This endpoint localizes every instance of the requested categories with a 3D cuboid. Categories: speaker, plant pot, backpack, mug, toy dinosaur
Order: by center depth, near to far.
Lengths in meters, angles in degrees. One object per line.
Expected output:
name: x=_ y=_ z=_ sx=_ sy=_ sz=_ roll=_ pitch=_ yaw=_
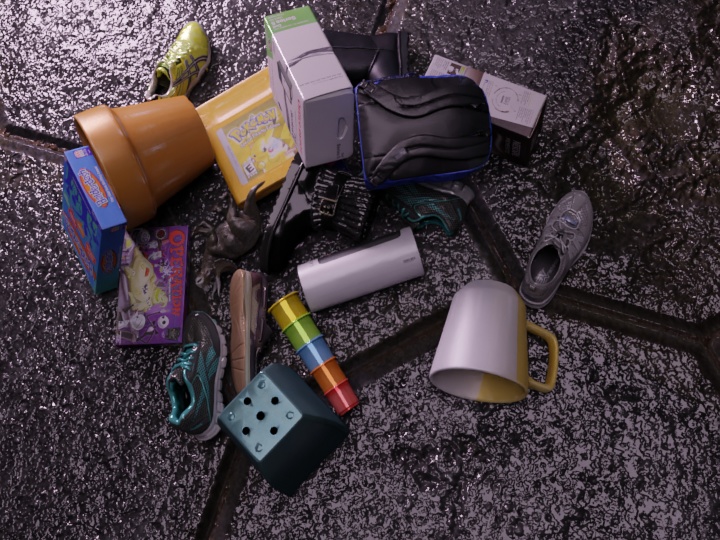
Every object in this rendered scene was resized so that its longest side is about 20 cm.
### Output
plant pot: x=-0.123 y=0.224 z=1.243 sx=0.141 sy=0.200 sz=0.141 roll=-45 pitch=72 yaw=-7
backpack: x=0.095 y=-0.213 z=1.280 sx=0.195 sy=0.168 sz=0.166 roll=-7 pitch=93 yaw=1
mug: x=0.197 y=0.110 z=1.285 sx=0.147 sy=0.186 sz=0.156 roll=-9 pitch=59 yaw=39
speaker: x=0.000 y=0.000 z=1.355 sx=0.196 sy=0.081 sz=0.083 roll=-19 pitch=72 yaw=3
toy dinosaur: x=-0.211 y=-0.062 z=1.396 sx=0.102 sy=0.077 sz=0.200 roll=42 pitch=92 yaw=-9
plant pot: x=-0.351 y=-0.198 z=1.415 sx=0.181 sy=0.201 sz=0.202 roll=-27 pitch=71 yaw=-17

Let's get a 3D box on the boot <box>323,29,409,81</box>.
boot: x=0.002 y=-0.325 z=1.451 sx=0.164 sy=0.077 sz=0.204 roll=-1 pitch=67 yaw=4

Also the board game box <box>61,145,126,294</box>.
board game box: x=-0.437 y=-0.078 z=1.380 sx=0.044 sy=0.201 sz=0.154 roll=-21 pitch=68 yaw=-30

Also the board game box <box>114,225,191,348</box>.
board game box: x=-0.347 y=0.027 z=1.424 sx=0.117 sy=0.032 sz=0.204 roll=-2 pitch=73 yaw=3

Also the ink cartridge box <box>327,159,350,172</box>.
ink cartridge box: x=-0.098 y=-0.191 z=1.450 sx=0.094 sy=0.037 sz=0.200 roll=-41 pitch=75 yaw=-5

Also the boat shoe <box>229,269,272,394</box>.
boat shoe: x=-0.172 y=0.100 z=1.357 sx=0.064 sy=0.072 sz=0.205 roll=3 pitch=77 yaw=-28

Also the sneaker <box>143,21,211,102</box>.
sneaker: x=-0.324 y=-0.359 z=1.508 sx=0.074 sy=0.077 sz=0.204 roll=13 pitch=75 yaw=13

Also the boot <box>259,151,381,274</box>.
boot: x=-0.066 y=-0.070 z=1.364 sx=0.155 sy=0.079 sz=0.215 roll=23 pitch=101 yaw=4

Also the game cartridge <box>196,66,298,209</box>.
game cartridge: x=-0.172 y=-0.232 z=1.439 sx=0.174 sy=0.032 sz=0.202 roll=-29 pitch=74 yaw=2

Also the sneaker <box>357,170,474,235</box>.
sneaker: x=0.083 y=-0.114 z=1.383 sx=0.196 sy=0.078 sz=0.093 roll=14 pitch=81 yaw=14

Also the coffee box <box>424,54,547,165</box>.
coffee box: x=0.198 y=-0.261 z=1.387 sx=0.197 sy=0.113 sz=0.081 roll=24 pitch=78 yaw=14

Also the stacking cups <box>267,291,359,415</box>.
stacking cups: x=-0.072 y=0.133 z=1.326 sx=0.060 sy=0.061 sz=0.202 roll=-31 pitch=79 yaw=-2

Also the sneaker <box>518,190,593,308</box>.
sneaker: x=0.312 y=-0.038 z=1.321 sx=0.074 sy=0.082 sz=0.203 roll=23 pitch=78 yaw=14

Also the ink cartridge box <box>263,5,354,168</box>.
ink cartridge box: x=-0.081 y=-0.287 z=1.330 sx=0.082 sy=0.147 sz=0.202 roll=-16 pitch=56 yaw=-13

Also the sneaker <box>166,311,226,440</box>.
sneaker: x=-0.261 y=0.159 z=1.323 sx=0.076 sy=0.091 sz=0.204 roll=-17 pitch=69 yaw=27
